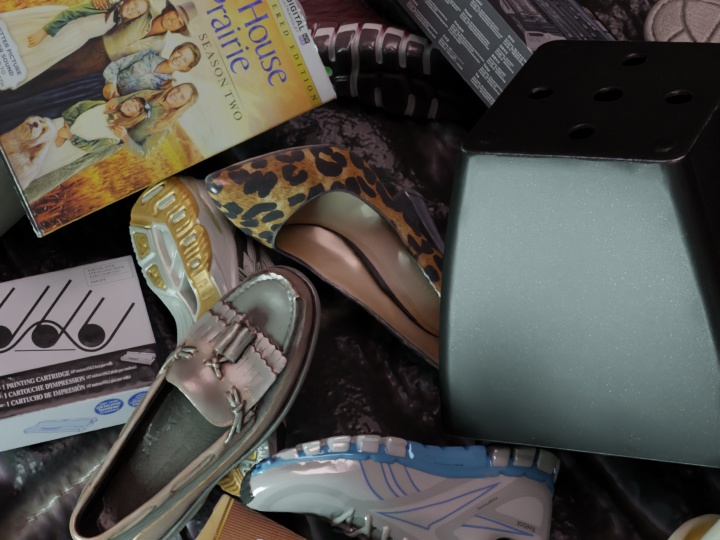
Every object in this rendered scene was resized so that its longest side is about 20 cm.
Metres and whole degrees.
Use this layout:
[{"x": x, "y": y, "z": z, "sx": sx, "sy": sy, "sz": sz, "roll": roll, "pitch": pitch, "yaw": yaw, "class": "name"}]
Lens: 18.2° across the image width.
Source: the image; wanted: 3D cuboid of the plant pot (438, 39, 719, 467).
[{"x": 0.156, "y": -0.024, "z": 1.289, "sx": 0.199, "sy": 0.178, "sz": 0.200, "roll": 5, "pitch": 35, "yaw": 28, "class": "plant pot"}]

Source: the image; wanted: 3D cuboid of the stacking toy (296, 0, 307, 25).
[{"x": -0.092, "y": -0.203, "z": 1.428, "sx": 0.146, "sy": 0.147, "sz": 0.200, "roll": -29, "pitch": 56, "yaw": -19, "class": "stacking toy"}]

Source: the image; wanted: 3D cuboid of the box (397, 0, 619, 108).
[{"x": 0.087, "y": -0.175, "z": 1.459, "sx": 0.200, "sy": 0.050, "sz": 0.157, "roll": 52, "pitch": 26, "yaw": 22, "class": "box"}]

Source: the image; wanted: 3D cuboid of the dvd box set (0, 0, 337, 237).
[{"x": -0.131, "y": -0.127, "z": 1.329, "sx": 0.199, "sy": 0.029, "sz": 0.147, "roll": -25, "pitch": 99, "yaw": -12, "class": "dvd box set"}]

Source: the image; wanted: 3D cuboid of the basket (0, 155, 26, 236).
[{"x": -0.214, "y": -0.114, "z": 1.397, "sx": 0.200, "sy": 0.180, "sz": 0.136, "roll": -49, "pitch": 113, "yaw": -18, "class": "basket"}]

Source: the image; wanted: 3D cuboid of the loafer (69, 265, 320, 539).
[{"x": -0.095, "y": 0.084, "z": 1.280, "sx": 0.072, "sy": 0.063, "sz": 0.200, "roll": 40, "pitch": 103, "yaw": 20, "class": "loafer"}]

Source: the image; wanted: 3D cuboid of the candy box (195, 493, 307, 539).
[{"x": -0.023, "y": 0.227, "z": 1.268, "sx": 0.199, "sy": 0.057, "sz": 0.117, "roll": 29, "pitch": 62, "yaw": 10, "class": "candy box"}]

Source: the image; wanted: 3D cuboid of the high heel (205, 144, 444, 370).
[{"x": 0.000, "y": 0.000, "z": 1.346, "sx": 0.199, "sy": 0.071, "sz": 0.143, "roll": 11, "pitch": 44, "yaw": -46, "class": "high heel"}]

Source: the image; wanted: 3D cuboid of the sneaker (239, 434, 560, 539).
[{"x": 0.028, "y": 0.144, "z": 1.299, "sx": 0.199, "sy": 0.075, "sz": 0.087, "roll": 4, "pitch": 72, "yaw": -19, "class": "sneaker"}]

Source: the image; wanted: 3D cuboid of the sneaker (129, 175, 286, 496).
[{"x": -0.070, "y": 0.036, "z": 1.362, "sx": 0.087, "sy": 0.075, "sz": 0.201, "roll": -2, "pitch": 74, "yaw": -51, "class": "sneaker"}]

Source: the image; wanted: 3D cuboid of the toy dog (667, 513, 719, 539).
[{"x": 0.218, "y": 0.197, "z": 1.242, "sx": 0.200, "sy": 0.194, "sz": 0.140, "roll": -44, "pitch": 84, "yaw": 10, "class": "toy dog"}]

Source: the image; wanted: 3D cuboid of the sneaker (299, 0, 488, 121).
[{"x": 0.003, "y": -0.173, "z": 1.489, "sx": 0.199, "sy": 0.076, "sz": 0.116, "roll": 11, "pitch": 57, "yaw": 2, "class": "sneaker"}]

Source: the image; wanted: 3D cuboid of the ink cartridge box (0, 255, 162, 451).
[{"x": -0.223, "y": 0.060, "z": 1.352, "sx": 0.199, "sy": 0.044, "sz": 0.094, "roll": -13, "pitch": 60, "yaw": -12, "class": "ink cartridge box"}]

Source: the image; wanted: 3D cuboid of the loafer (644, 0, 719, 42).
[{"x": 0.276, "y": -0.113, "z": 1.483, "sx": 0.199, "sy": 0.063, "sz": 0.072, "roll": 30, "pitch": 79, "yaw": 16, "class": "loafer"}]
